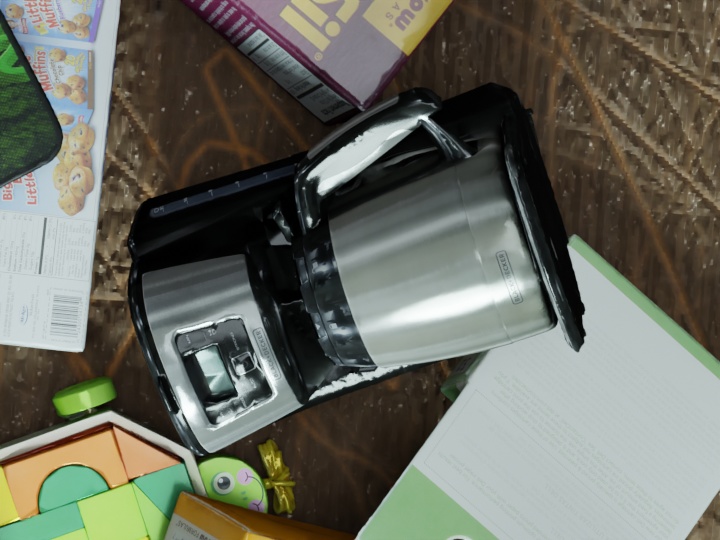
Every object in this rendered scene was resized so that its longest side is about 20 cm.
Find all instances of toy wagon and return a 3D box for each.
[{"bbox_3d":[-0.127,0.134,1.038,0.199,0.040,0.156,-19,94,-8],"label":"toy wagon"}]

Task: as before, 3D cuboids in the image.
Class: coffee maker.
[{"bbox_3d":[0.000,0.000,1.004,0.199,0.192,0.136,-17,87,9],"label":"coffee maker"}]

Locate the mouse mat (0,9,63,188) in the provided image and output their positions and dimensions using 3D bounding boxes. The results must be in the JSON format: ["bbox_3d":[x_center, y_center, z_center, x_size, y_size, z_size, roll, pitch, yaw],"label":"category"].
[{"bbox_3d":[-0.262,-0.080,1.002,0.199,0.008,0.162,-28,78,-6],"label":"mouse mat"}]

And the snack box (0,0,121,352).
[{"bbox_3d":[-0.163,-0.063,1.034,0.071,0.024,0.202,6,91,-7],"label":"snack box"}]

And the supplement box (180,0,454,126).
[{"bbox_3d":[-0.043,-0.184,1.011,0.200,0.103,0.131,39,84,-8],"label":"supplement box"}]

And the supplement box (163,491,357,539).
[{"bbox_3d":[-0.054,0.223,1.010,0.125,0.073,0.201,18,90,-35],"label":"supplement box"}]

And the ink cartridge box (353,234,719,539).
[{"bbox_3d":[0.100,0.103,1.048,0.145,0.048,0.200,41,73,-8],"label":"ink cartridge box"}]
